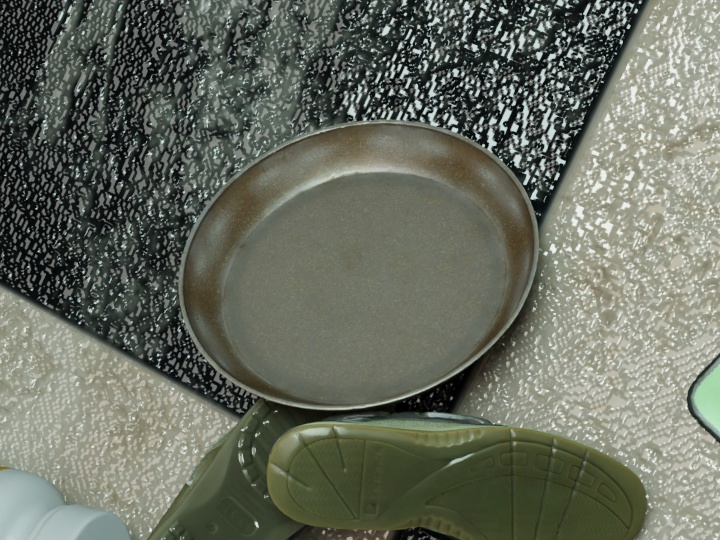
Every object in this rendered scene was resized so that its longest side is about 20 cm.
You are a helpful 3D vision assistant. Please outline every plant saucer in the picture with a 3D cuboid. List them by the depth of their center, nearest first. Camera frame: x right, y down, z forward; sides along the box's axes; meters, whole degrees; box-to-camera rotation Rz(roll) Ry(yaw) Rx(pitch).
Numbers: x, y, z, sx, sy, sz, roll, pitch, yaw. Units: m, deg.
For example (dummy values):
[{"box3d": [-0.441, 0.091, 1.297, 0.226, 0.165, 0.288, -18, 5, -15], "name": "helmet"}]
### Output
[{"box3d": [0.000, 0.000, 0.945, 0.199, 0.032, 0.201, -6, 52, 8], "name": "plant saucer"}]

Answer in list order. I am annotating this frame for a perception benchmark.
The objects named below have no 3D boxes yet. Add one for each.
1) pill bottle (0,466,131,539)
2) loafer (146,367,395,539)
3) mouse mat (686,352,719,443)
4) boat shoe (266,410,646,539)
[{"box3d": [-0.239, 0.167, 1.009, 0.199, 0.111, 0.112, 6, 83, 24], "name": "pill bottle"}, {"box3d": [-0.062, 0.123, 0.939, 0.200, 0.067, 0.076, -42, 95, -26], "name": "loafer"}, {"box3d": [0.284, 0.048, 0.868, 0.200, 0.008, 0.161, -47, 67, 7], "name": "mouse mat"}, {"box3d": [0.048, 0.105, 0.900, 0.200, 0.066, 0.072, 7, 103, -9], "name": "boat shoe"}]
